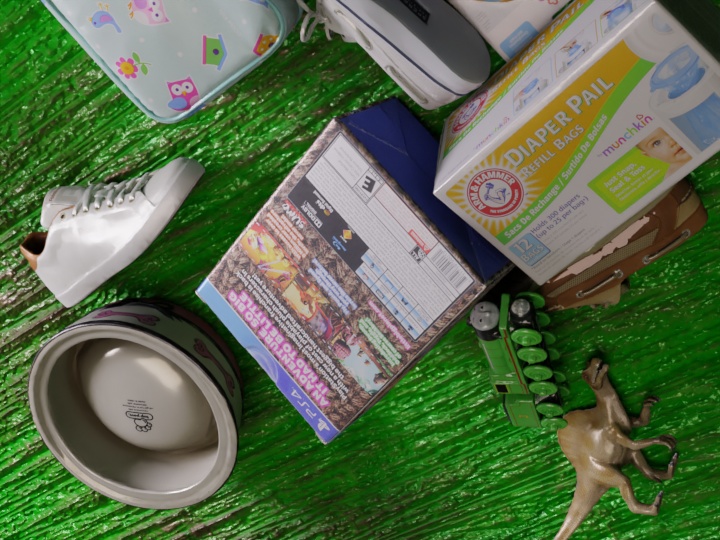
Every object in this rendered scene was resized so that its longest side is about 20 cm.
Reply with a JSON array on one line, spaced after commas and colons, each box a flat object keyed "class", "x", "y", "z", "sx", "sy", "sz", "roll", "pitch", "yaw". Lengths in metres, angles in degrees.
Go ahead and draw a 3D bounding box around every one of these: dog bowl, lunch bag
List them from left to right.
[{"class": "dog bowl", "x": -0.192, "y": 0.113, "z": 1.065, "sx": 0.198, "sy": 0.074, "sz": 0.202, "roll": 7, "pitch": 122, "yaw": 12}, {"class": "lunch bag", "x": -0.151, "y": -0.217, "z": 0.855, "sx": 0.160, "sy": 0.077, "sz": 0.200, "roll": -31, "pitch": 107, "yaw": 31}]

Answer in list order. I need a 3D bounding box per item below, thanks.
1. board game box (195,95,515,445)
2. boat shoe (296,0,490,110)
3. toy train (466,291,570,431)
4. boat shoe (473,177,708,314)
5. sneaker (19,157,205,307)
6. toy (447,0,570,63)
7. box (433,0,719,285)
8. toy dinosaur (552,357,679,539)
[{"class": "board game box", "x": 0.000, "y": 0.000, "z": 0.900, "sx": 0.160, "sy": 0.097, "sz": 0.200, "roll": 48, "pitch": 123, "yaw": 7}, {"class": "boat shoe", "x": -0.004, "y": -0.187, "z": 0.838, "sx": 0.201, "sy": 0.075, "sz": 0.086, "roll": 38, "pitch": 140, "yaw": -20}, {"class": "toy train", "x": 0.124, "y": 0.073, "z": 0.917, "sx": 0.056, "sy": 0.042, "sz": 0.200, "roll": 0, "pitch": 151, "yaw": 18}, {"class": "boat shoe", "x": 0.170, "y": -0.004, "z": 0.887, "sx": 0.074, "sy": 0.076, "sz": 0.200, "roll": 42, "pitch": 123, "yaw": -14}, {"class": "sneaker", "x": -0.213, "y": -0.045, "z": 0.977, "sx": 0.199, "sy": 0.073, "sz": 0.085, "roll": -34, "pitch": 108, "yaw": 32}, {"class": "toy", "x": 0.075, "y": -0.233, "z": 0.795, "sx": 0.200, "sy": 0.047, "sz": 0.115, "roll": 45, "pitch": 124, "yaw": -11}, {"class": "box", "x": 0.156, "y": -0.103, "z": 0.807, "sx": 0.112, "sy": 0.102, "sz": 0.200, "roll": 37, "pitch": 124, "yaw": -18}, {"class": "toy dinosaur", "x": 0.209, "y": 0.161, "z": 0.995, "sx": 0.100, "sy": 0.058, "sz": 0.202, "roll": 18, "pitch": 117, "yaw": 24}]
